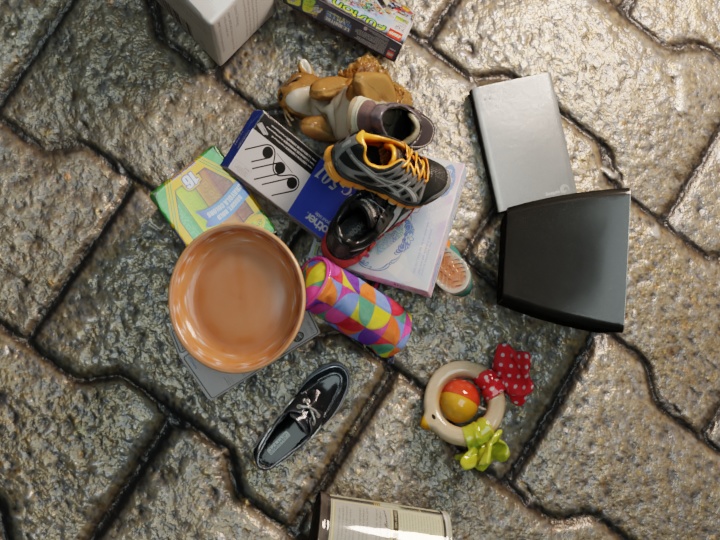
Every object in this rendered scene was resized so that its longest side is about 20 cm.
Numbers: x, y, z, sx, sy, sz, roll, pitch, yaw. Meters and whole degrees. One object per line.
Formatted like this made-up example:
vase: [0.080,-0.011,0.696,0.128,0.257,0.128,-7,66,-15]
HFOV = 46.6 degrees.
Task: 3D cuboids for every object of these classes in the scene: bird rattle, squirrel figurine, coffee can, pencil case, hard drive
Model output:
bird rattle: [0.178,0.202,1.287,0.159,0.113,0.205,17,82,12]
squirrel figurine: [-0.025,-0.253,1.272,0.198,0.184,0.145,-27,128,-45]
coffee can: [0.024,0.415,1.228,0.195,0.146,0.151,10,85,-5]
pencil case: [-0.010,0.058,1.213,0.199,0.088,0.090,36,82,-36]
hard drive: [0.262,-0.205,1.350,0.136,0.033,0.205,-12,88,-7]

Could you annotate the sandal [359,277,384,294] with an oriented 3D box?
sandal: [0.000,0.000,1.302,0.073,0.045,0.206,-6,87,-7]

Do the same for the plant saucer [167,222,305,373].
plant saucer: [-0.168,0.038,1.151,0.194,0.037,0.206,-1,87,10]

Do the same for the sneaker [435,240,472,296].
sneaker: [0.104,-0.037,1.310,0.071,0.080,0.202,-37,71,4]

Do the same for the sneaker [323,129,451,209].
sneaker: [0.049,-0.140,1.137,0.196,0.077,0.080,7,65,-32]

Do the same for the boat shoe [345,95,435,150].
boat shoe: [0.056,-0.202,1.188,0.064,0.198,0.074,21,99,33]

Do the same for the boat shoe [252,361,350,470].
boat shoe: [-0.088,0.222,1.267,0.200,0.068,0.072,-44,92,-7]

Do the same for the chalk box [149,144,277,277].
chalk box: [-0.201,-0.060,1.244,0.124,0.124,0.201,-38,91,-7]

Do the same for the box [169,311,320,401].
box: [-0.170,0.092,1.240,0.197,0.060,0.118,-32,135,-7]

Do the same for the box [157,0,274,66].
box: [-0.236,-0.440,1.226,0.199,0.200,0.131,45,84,-2]

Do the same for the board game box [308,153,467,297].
board game box: [0.042,-0.084,1.271,0.194,0.043,0.205,15,80,18]

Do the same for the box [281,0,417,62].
box: [-0.014,-0.409,1.302,0.196,0.035,0.111,27,45,-5]

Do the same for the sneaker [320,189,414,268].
sneaker: [0.025,-0.089,1.190,0.071,0.098,0.200,44,76,8]

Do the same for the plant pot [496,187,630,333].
plant pot: [0.299,-0.014,1.273,0.172,0.200,0.205,4,86,7]

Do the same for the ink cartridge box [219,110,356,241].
ink cartridge box: [-0.096,-0.131,1.204,0.199,0.044,0.095,36,83,-29]
